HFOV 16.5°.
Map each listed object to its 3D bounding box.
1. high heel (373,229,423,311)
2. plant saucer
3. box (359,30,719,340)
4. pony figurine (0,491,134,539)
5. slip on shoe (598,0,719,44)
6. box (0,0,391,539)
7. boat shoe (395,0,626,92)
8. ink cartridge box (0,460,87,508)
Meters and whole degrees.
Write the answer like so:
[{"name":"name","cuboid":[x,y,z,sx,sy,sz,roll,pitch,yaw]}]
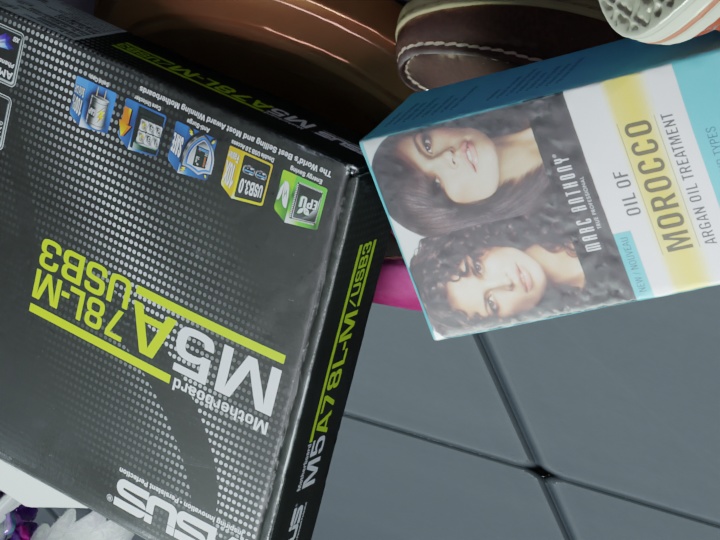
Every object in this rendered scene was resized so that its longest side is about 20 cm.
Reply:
[{"name":"high heel","cuboid":[0.000,0.000,1.067,0.200,0.067,0.096,-20,122,44]},{"name":"plant saucer","cuboid":[-0.024,-0.070,1.062,0.200,0.032,0.200,21,158,9]},{"name":"box","cuboid":[0.105,-0.038,0.854,0.200,0.049,0.082,-13,106,31]},{"name":"pony figurine","cuboid":[-0.274,0.193,1.771,0.200,0.193,0.167,35,163,31]},{"name":"slip on shoe","cuboid":[0.144,-0.120,0.735,0.061,0.074,0.200,-4,165,-28]},{"name":"box","cuboid":[-0.092,0.007,1.032,0.200,0.194,0.047,26,-158,25]},{"name":"boat shoe","cuboid":[0.097,-0.052,0.917,0.199,0.072,0.072,17,157,19]},{"name":"ink cartridge box","cuboid":[-0.134,0.023,1.238,0.146,0.147,0.200,38,154,-30]}]
